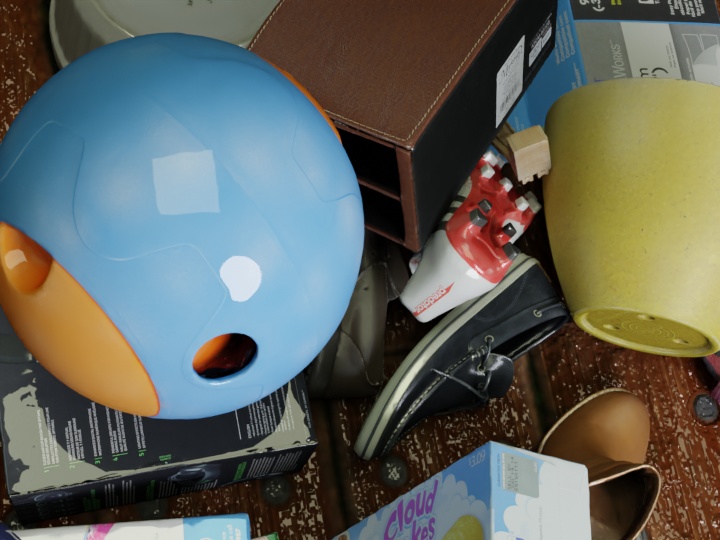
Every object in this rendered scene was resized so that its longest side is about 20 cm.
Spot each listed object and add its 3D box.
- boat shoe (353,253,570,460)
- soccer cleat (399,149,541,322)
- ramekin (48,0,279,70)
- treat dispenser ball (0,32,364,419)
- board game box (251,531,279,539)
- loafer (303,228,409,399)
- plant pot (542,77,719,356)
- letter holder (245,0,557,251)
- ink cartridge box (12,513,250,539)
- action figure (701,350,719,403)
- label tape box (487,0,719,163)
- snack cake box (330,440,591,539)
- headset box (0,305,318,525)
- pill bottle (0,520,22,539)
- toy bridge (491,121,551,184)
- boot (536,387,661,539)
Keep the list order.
[{"bbox_3d":[0.074,0.066,0.781,0.062,0.075,0.200,43,60,14],"label":"boat shoe"},{"bbox_3d":[0.074,-0.025,0.793,0.069,0.085,0.200,46,23,-7],"label":"soccer cleat"},{"bbox_3d":[-0.129,-0.200,0.835,0.200,0.094,0.205,4,66,-10],"label":"ramekin"},{"bbox_3d":[-0.097,-0.023,0.605,0.198,0.201,0.203,5,66,-11],"label":"treat dispenser ball"},{"bbox_3d":[-0.130,0.250,0.681,0.198,0.029,0.136,-11,71,-16],"label":"board game box"},{"bbox_3d":[0.000,0.000,0.801,0.071,0.073,0.202,20,71,-22],"label":"loafer"},{"bbox_3d":[0.211,-0.023,0.793,0.198,0.200,0.144,17,76,-5],"label":"plant pot"},{"bbox_3d":[0.025,-0.139,0.746,0.141,0.101,0.201,24,62,21],"label":"letter holder"},{"bbox_3d":[-0.160,0.207,0.639,0.197,0.068,0.116,-1,67,-13],"label":"ink cartridge box"},{"bbox_3d":[0.322,0.094,0.829,0.198,0.150,0.134,25,33,19],"label":"action figure"},{"bbox_3d":[0.194,-0.162,0.908,0.197,0.063,0.146,-1,67,-14],"label":"label tape box"},{"bbox_3d":[0.047,0.187,0.641,0.067,0.200,0.116,17,56,-22],"label":"snack cake box"},{"bbox_3d":[-0.144,0.055,0.724,0.198,0.093,0.176,-9,70,-16],"label":"headset box"},{"bbox_3d":[-0.206,0.170,0.546,0.199,0.111,0.111,39,65,6],"label":"pill bottle"},{"bbox_3d":[0.090,-0.138,0.844,0.027,0.067,0.201,-23,53,-1],"label":"toy bridge"},{"bbox_3d":[0.151,0.138,0.721,0.073,0.155,0.200,38,65,5],"label":"boot"}]
